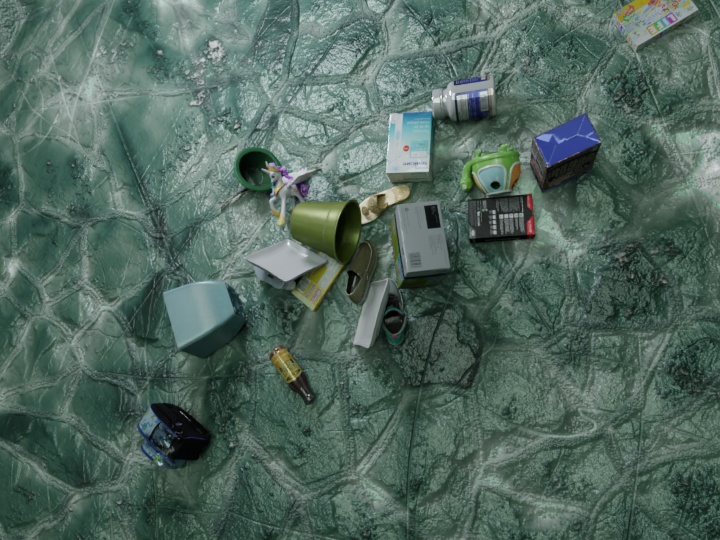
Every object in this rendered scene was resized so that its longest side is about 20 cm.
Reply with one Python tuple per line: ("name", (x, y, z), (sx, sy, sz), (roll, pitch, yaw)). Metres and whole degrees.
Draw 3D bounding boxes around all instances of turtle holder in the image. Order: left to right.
("turtle holder", (0.391, -0.295, 1.644), (0.179, 0.141, 0.137), (-8, 92, 5))

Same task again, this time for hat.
("hat", (-0.391, -0.320, 1.944), (0.193, 0.176, 0.172), (0, 71, -23))

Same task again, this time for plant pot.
("plant pot", (-0.491, 0.143, 1.782), (0.195, 0.197, 0.201), (-24, 72, 1))
("plant pot", (-0.118, -0.138, 1.731), (0.184, 0.200, 0.207), (13, 81, 22))

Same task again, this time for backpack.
("backpack", (-0.606, 0.522, 1.728), (0.197, 0.183, 0.149), (33, 86, 25))

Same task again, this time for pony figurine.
("pony figurine", (-0.226, -0.269, 1.809), (0.165, 0.188, 0.207), (6, 110, 57))

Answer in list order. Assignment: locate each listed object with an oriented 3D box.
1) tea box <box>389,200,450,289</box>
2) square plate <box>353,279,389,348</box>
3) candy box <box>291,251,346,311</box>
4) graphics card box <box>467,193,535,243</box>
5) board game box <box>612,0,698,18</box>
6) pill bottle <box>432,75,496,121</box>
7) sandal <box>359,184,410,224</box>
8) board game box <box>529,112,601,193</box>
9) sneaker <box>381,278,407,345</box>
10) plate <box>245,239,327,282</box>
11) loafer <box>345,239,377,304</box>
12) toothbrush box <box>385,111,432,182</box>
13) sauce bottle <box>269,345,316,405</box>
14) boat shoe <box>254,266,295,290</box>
("tea box", (0.170, -0.070, 1.613), (0.129, 0.197, 0.207), (-6, 74, -5))
("square plate", (0.036, 0.131, 1.637), (0.028, 0.200, 0.205), (17, 82, -12))
("candy box", (-0.131, 0.021, 1.784), (0.101, 0.026, 0.203), (35, 89, 19))
("graphics card box", (0.422, -0.156, 1.649), (0.193, 0.051, 0.130), (-4, 77, 14))
("board game box", (0.891, -0.776, 1.660), (0.196, 0.034, 0.137), (-29, 72, 8))
("pill bottle", (0.328, -0.539, 1.727), (0.193, 0.120, 0.124), (-4, 76, 15))
("sandal", (0.061, -0.225, 1.760), (0.207, 0.070, 0.080), (-26, 71, 9))
("board game box", (0.579, -0.330, 1.562), (0.155, 0.200, 0.100), (-24, 73, 10))
("sneaker", (0.094, 0.114, 1.639), (0.080, 0.121, 0.207), (-8, 76, 0))
("plate", (-0.236, -0.025, 1.748), (0.196, 0.197, 0.033), (26, 125, 30))
("loafer", (0.000, 0.000, 1.718), (0.073, 0.069, 0.207), (4, 79, 37))
("toothbrush box", (0.162, -0.396, 1.762), (0.141, 0.085, 0.208), (2, 79, 17))
("sauce bottle", (-0.210, 0.329, 1.718), (0.066, 0.066, 0.200), (-43, 70, 2))
("boat shoe", (-0.274, 0.014, 1.804), (0.200, 0.085, 0.077), (27, 93, 45))
